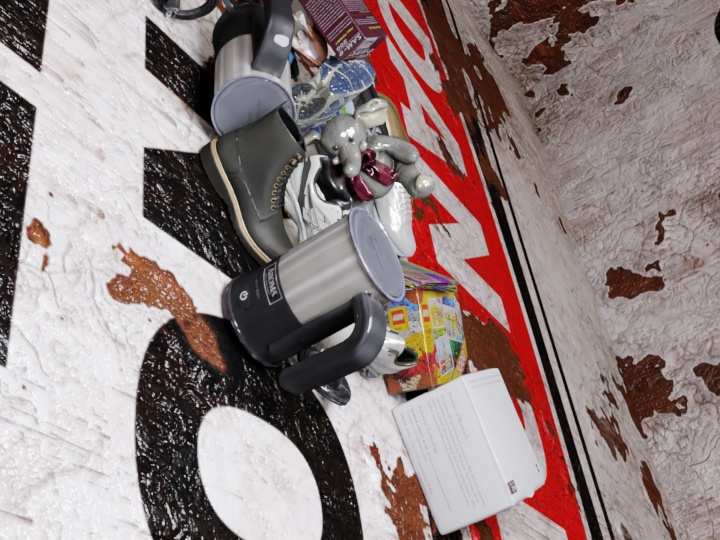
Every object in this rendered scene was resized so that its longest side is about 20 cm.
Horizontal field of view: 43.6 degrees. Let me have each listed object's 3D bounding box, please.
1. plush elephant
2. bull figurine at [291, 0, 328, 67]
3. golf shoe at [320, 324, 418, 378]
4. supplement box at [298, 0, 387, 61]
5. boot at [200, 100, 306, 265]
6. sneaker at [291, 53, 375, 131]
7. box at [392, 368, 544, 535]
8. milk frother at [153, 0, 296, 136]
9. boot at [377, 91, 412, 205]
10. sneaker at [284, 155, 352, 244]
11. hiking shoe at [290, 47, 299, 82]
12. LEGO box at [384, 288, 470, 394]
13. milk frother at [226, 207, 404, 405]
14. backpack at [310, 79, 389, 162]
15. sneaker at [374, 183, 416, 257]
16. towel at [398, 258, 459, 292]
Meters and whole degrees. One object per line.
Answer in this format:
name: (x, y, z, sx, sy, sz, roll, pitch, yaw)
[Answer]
plush elephant: (-0.003, -0.173, 1.379, 0.154, 0.163, 0.203, 28, 37, -53)
bull figurine: (-0.104, -0.424, 1.490, 0.121, 0.064, 0.203, 41, 22, -53)
golf shoe: (0.013, 0.088, 1.250, 0.200, 0.095, 0.080, 39, 53, -52)
supplement box: (-0.049, -0.436, 1.438, 0.202, 0.061, 0.109, 55, 27, 1)
boot: (-0.106, -0.103, 1.173, 0.202, 0.136, 0.078, 58, 22, -14)
sneaker: (-0.060, -0.285, 1.471, 0.198, 0.085, 0.077, -35, 80, -29)
box: (0.171, 0.273, 1.392, 0.198, 0.129, 0.204, 6, 59, -65)
milk frother: (-0.186, -0.295, 1.222, 0.191, 0.195, 0.183, -99, -166, -46)
boot: (0.056, -0.243, 1.799, 0.176, 0.065, 0.202, 50, 27, -30)
sneaker: (-0.042, -0.061, 1.228, 0.203, 0.086, 0.076, 63, 34, -14)
hiking shoe: (-0.147, -0.350, 1.440, 0.088, 0.074, 0.200, 59, 21, 1)
LEGO box: (0.103, 0.110, 1.446, 0.199, 0.076, 0.153, 3, 77, -66)
milk frother: (-0.026, 0.055, 1.093, 0.199, 0.186, 0.184, 16, 51, -62)
backpack: (-0.019, -0.265, 1.576, 0.162, 0.151, 0.205, -3, 89, -62)
sneaker: (0.061, -0.123, 1.656, 0.203, 0.079, 0.076, 65, 20, 0)
towel: (0.063, 0.002, 1.399, 0.141, 0.023, 0.199, 21, 7, 24)
